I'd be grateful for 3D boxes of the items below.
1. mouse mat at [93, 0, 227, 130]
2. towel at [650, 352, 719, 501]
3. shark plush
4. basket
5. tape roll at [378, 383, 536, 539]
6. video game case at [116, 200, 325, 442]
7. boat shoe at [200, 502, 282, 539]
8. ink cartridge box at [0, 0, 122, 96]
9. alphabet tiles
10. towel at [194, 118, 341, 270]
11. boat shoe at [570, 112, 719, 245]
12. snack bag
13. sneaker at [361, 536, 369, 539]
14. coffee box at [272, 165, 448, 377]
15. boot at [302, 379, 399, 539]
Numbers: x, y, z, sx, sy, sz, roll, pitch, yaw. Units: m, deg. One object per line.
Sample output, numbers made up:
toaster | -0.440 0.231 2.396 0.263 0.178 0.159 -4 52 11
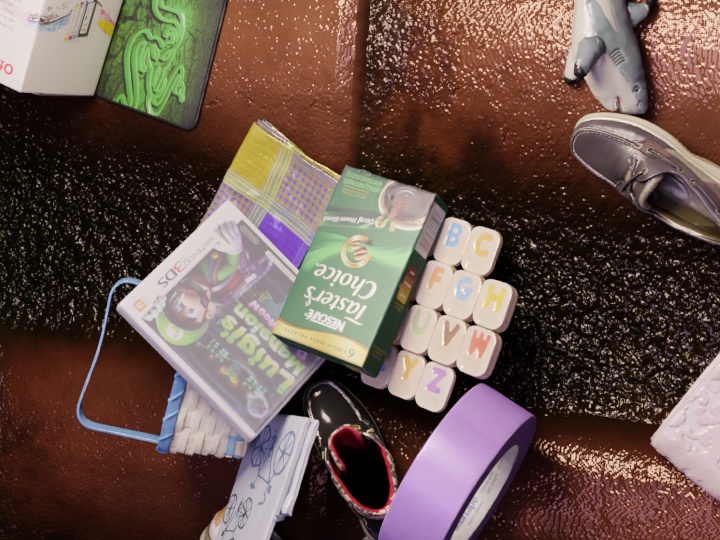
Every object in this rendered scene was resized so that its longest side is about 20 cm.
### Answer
mouse mat | -0.233 -0.279 1.657 0.159 0.008 0.203 21 105 21
towel | 0.414 0.162 1.401 0.200 0.032 0.192 40 110 16
shark plush | 0.253 -0.258 1.429 0.082 0.091 0.203 6 80 1
basket | -0.204 0.119 1.604 0.198 0.139 0.178 18 104 -8
tape roll | 0.099 0.217 1.455 0.065 0.200 0.202 31 107 18
video game case | -0.131 0.051 1.544 0.200 0.182 0.023 45 150 -2
boat shoe | -0.098 0.347 1.627 0.200 0.075 0.069 43 116 15
ink cartridge box | -0.369 -0.318 1.636 0.146 0.144 0.202 27 106 23
alphabet tiles | 0.071 0.039 1.506 0.199 0.015 0.198 19 88 41
towel | -0.109 -0.055 1.617 0.143 0.023 0.201 38 109 15
boat shoe | 0.288 -0.088 1.402 0.199 0.065 0.072 32 135 16
snack bag | -0.108 0.250 1.549 0.021 0.188 0.202 22 79 -18
sneaker | 0.082 0.338 1.552 0.199 0.085 0.078 29 133 40
coffee box | 0.000 0.000 1.514 0.122 0.044 0.202 20 80 29
boot | -0.009 0.190 1.513 0.072 0.151 0.202 -24 71 -3
